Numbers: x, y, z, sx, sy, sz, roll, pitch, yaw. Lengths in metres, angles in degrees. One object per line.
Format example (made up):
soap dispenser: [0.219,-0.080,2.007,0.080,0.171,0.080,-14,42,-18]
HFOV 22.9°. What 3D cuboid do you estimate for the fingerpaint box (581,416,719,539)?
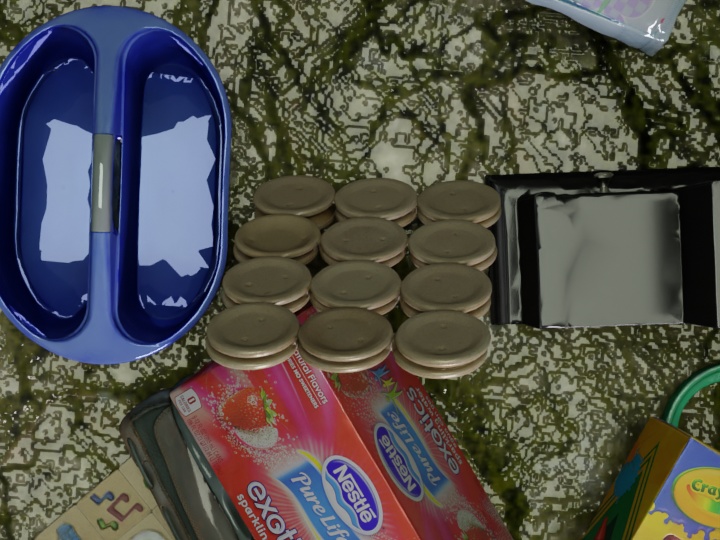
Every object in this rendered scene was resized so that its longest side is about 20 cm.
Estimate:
fingerpaint box: [0.221,0.209,1.035,0.199,0.073,0.168,31,89,-11]

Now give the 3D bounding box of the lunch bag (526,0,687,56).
lunch bag: [0.131,-0.245,1.020,0.168,0.127,0.202,22,80,-4]

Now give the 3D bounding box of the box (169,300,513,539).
box: [-0.005,0.120,1.015,0.099,0.095,0.201,-30,91,28]

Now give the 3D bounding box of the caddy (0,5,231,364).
caddy: [-0.144,-0.048,1.019,0.140,0.105,0.202,1,90,-3]

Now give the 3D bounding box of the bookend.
bookend: [0.177,-0.015,0.984,0.198,0.199,0.093,-2,91,-1]

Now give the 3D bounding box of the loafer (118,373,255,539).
loafer: [-0.081,0.163,1.045,0.062,0.072,0.202,-23,84,18]

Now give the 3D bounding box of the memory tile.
memory tile: [0.000,0.000,0.981,0.152,0.201,0.017,2,121,7]

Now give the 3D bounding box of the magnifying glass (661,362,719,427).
magnifying glass: [0.194,0.147,1.074,0.079,0.022,0.201,31,90,-3]

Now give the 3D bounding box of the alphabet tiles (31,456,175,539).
alphabet tiles: [-0.121,0.206,1.072,0.200,0.006,0.167,-39,92,-1]
